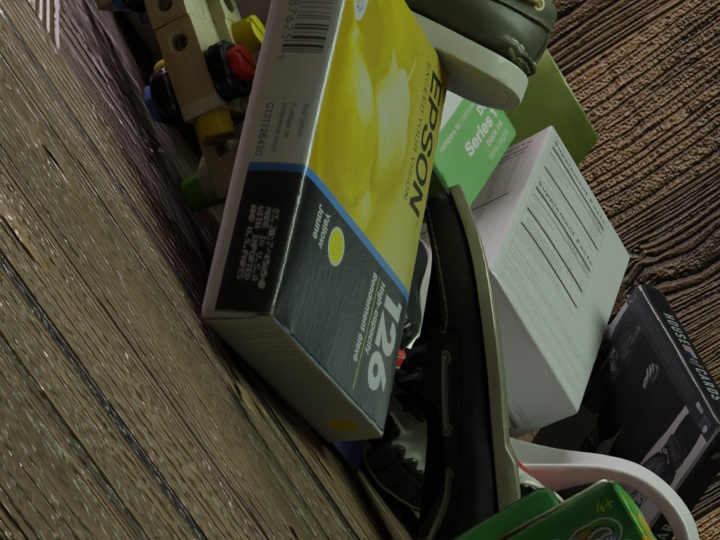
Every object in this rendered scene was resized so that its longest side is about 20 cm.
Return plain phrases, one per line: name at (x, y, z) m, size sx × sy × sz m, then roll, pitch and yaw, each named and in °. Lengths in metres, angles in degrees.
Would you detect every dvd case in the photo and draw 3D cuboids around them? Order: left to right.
dvd case at (0.152, 0.130, 1.506) m, size 0.025 × 0.201 × 0.151 m, roll 18°, pitch 27°, yaw -27°

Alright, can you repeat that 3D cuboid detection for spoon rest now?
spoon rest at (0.108, 0.122, 1.395) m, size 0.199 × 0.061 × 0.099 m, roll 26°, pitch 10°, yaw 11°

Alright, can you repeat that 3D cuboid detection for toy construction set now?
toy construction set at (-0.072, -0.106, 1.221) m, size 0.201 × 0.092 × 0.131 m, roll 57°, pitch 16°, yaw 17°

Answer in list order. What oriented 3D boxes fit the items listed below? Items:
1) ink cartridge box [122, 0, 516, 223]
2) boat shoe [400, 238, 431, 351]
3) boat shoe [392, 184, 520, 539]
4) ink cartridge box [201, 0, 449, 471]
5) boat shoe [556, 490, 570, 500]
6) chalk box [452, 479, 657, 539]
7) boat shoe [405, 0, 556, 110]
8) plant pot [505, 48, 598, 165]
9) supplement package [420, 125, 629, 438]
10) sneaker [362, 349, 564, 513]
ink cartridge box at (-0.028, -0.120, 1.361) m, size 0.201 × 0.145 × 0.084 m, roll 57°, pitch 47°, yaw -24°
boat shoe at (0.000, 0.000, 1.434) m, size 0.061 × 0.073 × 0.200 m, roll 61°, pitch 12°, yaw -22°
boat shoe at (0.042, 0.058, 1.204) m, size 0.073 × 0.062 × 0.202 m, roll 61°, pitch 22°, yaw -80°
ink cartridge box at (-0.002, -0.029, 1.161) m, size 0.200 × 0.047 × 0.199 m, roll 47°, pitch 48°, yaw -57°
boat shoe at (0.114, 0.197, 1.432) m, size 0.200 × 0.073 × 0.067 m, roll -109°, pitch 180°, yaw -57°
chalk box at (0.092, 0.179, 1.018) m, size 0.201 × 0.124 × 0.124 m, roll 61°, pitch 6°, yaw 33°
boat shoe at (0.006, -0.156, 1.232) m, size 0.201 × 0.061 × 0.072 m, roll 30°, pitch -13°, yaw -7°
plant pot at (0.064, -0.084, 1.754) m, size 0.188 × 0.199 × 0.187 m, roll 57°, pitch 6°, yaw -9°
supplement package at (0.085, 0.014, 1.539) m, size 0.110 × 0.113 × 0.200 m, roll 57°, pitch 29°, yaw -17°
sneaker at (0.055, 0.110, 1.319) m, size 0.200 × 0.077 × 0.085 m, roll 56°, pitch 1°, yaw -35°
